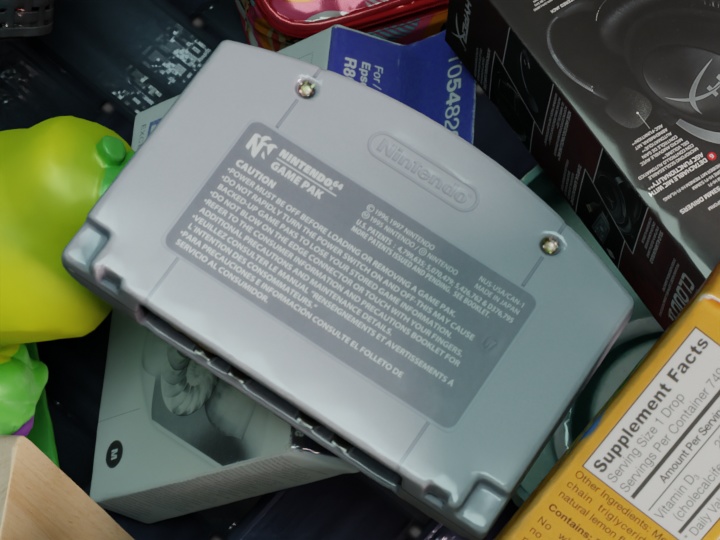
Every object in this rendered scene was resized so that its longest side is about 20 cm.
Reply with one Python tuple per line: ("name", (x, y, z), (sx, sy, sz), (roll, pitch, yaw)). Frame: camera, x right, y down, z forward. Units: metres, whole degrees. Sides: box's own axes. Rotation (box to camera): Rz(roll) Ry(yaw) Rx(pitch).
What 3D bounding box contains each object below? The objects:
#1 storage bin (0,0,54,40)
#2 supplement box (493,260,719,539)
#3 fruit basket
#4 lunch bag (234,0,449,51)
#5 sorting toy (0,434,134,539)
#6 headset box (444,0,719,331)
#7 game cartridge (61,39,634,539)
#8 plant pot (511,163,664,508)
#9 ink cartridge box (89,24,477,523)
("storage bin", (-0.245, -0.161, 1.073), (0.200, 0.094, 0.135), (-8, 24, -41))
("supplement box", (0.101, 0.087, 0.884), (0.069, 0.067, 0.200), (40, 115, 3))
("fruit basket", (-0.164, 0.002, 1.042), (0.216, 0.156, 0.216), (-5, 71, 16))
("lunch bag", (0.010, -0.199, 1.162), (0.176, 0.082, 0.200), (-17, 70, -8))
("sorting toy", (-0.152, 0.187, 0.950), (0.070, 0.200, 0.199), (3, 68, 14))
("headset box", (0.151, -0.071, 0.955), (0.149, 0.077, 0.200), (-32, 72, -13))
("game cartridge", (0.000, 0.000, 0.946), (0.200, 0.040, 0.133), (34, 74, 8))
("plant pot", (0.141, 0.051, 1.023), (0.200, 0.134, 0.200), (-1, 68, 3))
("ink cartridge box", (-0.036, -0.002, 1.035), (0.200, 0.041, 0.200), (-19, 59, 44))
